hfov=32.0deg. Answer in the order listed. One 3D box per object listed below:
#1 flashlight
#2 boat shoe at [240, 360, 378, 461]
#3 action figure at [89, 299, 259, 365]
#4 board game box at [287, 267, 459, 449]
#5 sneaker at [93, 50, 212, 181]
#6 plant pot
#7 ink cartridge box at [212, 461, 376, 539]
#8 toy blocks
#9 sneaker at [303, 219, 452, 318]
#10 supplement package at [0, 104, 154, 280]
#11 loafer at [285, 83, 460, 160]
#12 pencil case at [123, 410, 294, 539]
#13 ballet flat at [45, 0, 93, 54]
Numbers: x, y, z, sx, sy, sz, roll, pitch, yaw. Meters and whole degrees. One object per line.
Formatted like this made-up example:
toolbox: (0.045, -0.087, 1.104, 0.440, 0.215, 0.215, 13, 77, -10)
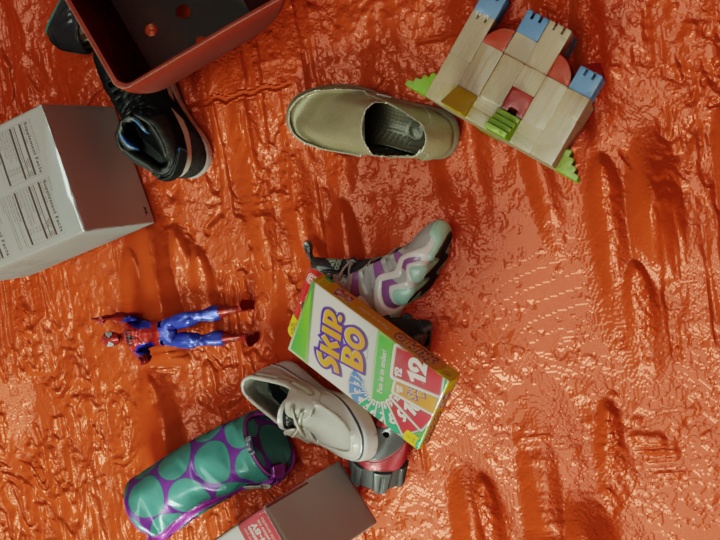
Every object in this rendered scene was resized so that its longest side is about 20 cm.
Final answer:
flashlight: (0.027, 0.143, 1.348, 0.068, 0.068, 0.201, 18, 123, 22)
boat shoe: (-0.060, 0.154, 1.366, 0.200, 0.066, 0.072, 33, 125, 46)
action figure: (-0.229, 0.074, 1.457, 0.199, 0.099, 0.066, -8, 92, 25)
board game box: (0.004, 0.088, 1.293, 0.200, 0.030, 0.096, 37, 126, 24)
sneaker: (-0.253, -0.190, 1.424, 0.073, 0.112, 0.200, -42, 81, 20)
plant pot: (-0.202, -0.301, 1.336, 0.200, 0.176, 0.200, -30, 84, -3)
ink cartridge box: (-0.104, 0.308, 1.385, 0.200, 0.145, 0.084, -39, 81, 35)
toy blocks: (0.167, -0.198, 1.277, 0.200, 0.100, 0.137, 32, 95, 16)
sneaker: (0.000, 0.000, 1.365, 0.140, 0.078, 0.200, 38, 108, 12)
supplement package: (-0.380, -0.087, 1.464, 0.199, 0.152, 0.151, -20, 88, 22)
loafer: (0.006, -0.160, 1.348, 0.199, 0.068, 0.076, 8, 99, 20)
pencil case: (-0.177, 0.241, 1.460, 0.200, 0.085, 0.093, -31, 58, 23)
ballet flat: (-0.301, -0.338, 1.449, 0.073, 0.073, 0.200, 33, 113, 15)
